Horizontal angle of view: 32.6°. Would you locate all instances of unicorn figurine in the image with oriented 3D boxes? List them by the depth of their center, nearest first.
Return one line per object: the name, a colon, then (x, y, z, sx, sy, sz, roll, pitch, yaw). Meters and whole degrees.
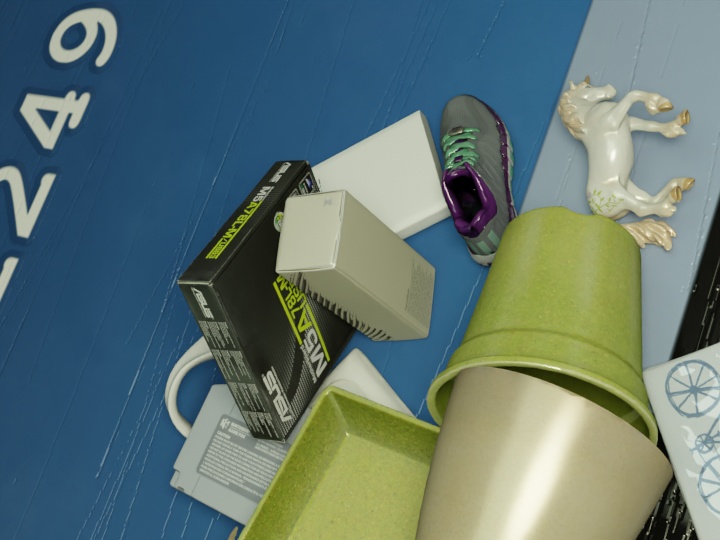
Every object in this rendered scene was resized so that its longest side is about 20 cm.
unicorn figurine: (0.249, -0.120, 1.184, 0.136, 0.074, 0.203, -5, 70, 41)

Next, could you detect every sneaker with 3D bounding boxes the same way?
sneaker: (0.113, -0.109, 1.246, 0.074, 0.087, 0.202, -24, 57, 20)

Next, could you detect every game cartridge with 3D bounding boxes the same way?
game cartridge: (-0.093, 0.192, 1.237, 0.199, 0.040, 0.135, 19, 82, 36)

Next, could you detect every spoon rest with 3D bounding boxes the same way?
spoon rest: (-0.148, 0.085, 1.331, 0.201, 0.060, 0.099, -54, 23, 0)

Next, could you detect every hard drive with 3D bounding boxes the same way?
hard drive: (-0.002, -0.076, 1.350, 0.198, 0.027, 0.133, -26, 56, 19)

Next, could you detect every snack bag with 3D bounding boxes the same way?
snack bag: (0.353, 0.130, 1.037, 0.198, 0.021, 0.190, -26, 57, 19)

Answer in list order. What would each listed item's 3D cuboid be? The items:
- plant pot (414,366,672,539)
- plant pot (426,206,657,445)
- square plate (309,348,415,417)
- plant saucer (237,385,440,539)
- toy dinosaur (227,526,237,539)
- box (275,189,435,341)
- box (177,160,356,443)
plant pot: (0.115, 0.208, 0.950, 0.186, 0.188, 0.201, 16, 68, 35)
plant pot: (0.173, 0.053, 1.093, 0.198, 0.201, 0.186, -4, 55, 30)
square plate: (-0.022, 0.206, 1.226, 0.198, 0.028, 0.200, -46, 52, 4)
plant saucer: (0.007, 0.225, 1.098, 0.198, 0.048, 0.201, 17, 67, 34)
toy dinosaur: (-0.108, 0.305, 1.119, 0.199, 0.100, 0.059, 27, 112, 55)
box: (0.000, 0.000, 1.201, 0.068, 0.200, 0.083, -5, 65, 29)
box: (-0.078, 0.028, 1.198, 0.047, 0.202, 0.194, 0, 38, 30)
